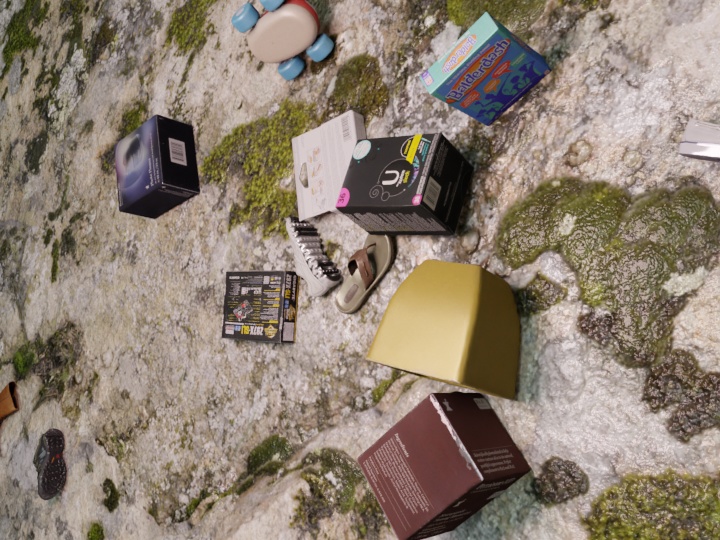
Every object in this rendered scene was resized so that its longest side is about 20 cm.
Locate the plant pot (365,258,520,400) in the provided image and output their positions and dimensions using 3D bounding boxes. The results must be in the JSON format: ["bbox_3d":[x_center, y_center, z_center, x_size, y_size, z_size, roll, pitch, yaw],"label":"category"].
[{"bbox_3d":[0.161,0.092,1.242,0.195,0.194,0.201,10,80,40],"label":"plant pot"}]

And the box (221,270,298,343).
[{"bbox_3d":[-0.230,0.080,1.647,0.200,0.049,0.160,-1,85,39],"label":"box"}]

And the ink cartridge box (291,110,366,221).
[{"bbox_3d":[-0.062,-0.218,1.557,0.176,0.045,0.201,-17,72,36],"label":"ink cartridge box"}]

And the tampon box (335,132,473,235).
[{"bbox_3d":[0.081,-0.157,1.356,0.200,0.126,0.150,3,68,40],"label":"tampon box"}]

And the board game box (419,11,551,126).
[{"bbox_3d":[0.218,-0.338,1.248,0.152,0.200,0.045,-41,60,28],"label":"board game box"}]

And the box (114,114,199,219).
[{"bbox_3d":[-0.539,-0.267,1.905,0.198,0.123,0.201,-23,69,36],"label":"box"}]

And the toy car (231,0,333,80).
[{"bbox_3d":[-0.162,-0.578,1.646,0.177,0.184,0.200,-22,41,35],"label":"toy car"}]

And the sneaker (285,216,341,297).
[{"bbox_3d":[-0.118,-0.031,1.562,0.081,0.075,0.200,-49,56,33],"label":"sneaker"}]

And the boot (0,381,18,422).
[{"bbox_3d":[-1.162,0.485,2.352,0.200,0.068,0.189,-33,56,23],"label":"boot"}]

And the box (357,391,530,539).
[{"bbox_3d":[0.138,0.330,1.231,0.200,0.166,0.164,-46,57,25],"label":"box"}]

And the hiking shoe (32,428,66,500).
[{"bbox_3d":[-0.911,0.569,2.121,0.101,0.076,0.201,-26,58,43],"label":"hiking shoe"}]

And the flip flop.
[{"bbox_3d":[0.000,0.000,1.464,0.081,0.058,0.200,44,111,35],"label":"flip flop"}]

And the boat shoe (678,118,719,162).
[{"bbox_3d":[0.556,-0.184,1.030,0.200,0.073,0.066,16,97,39],"label":"boat shoe"}]
